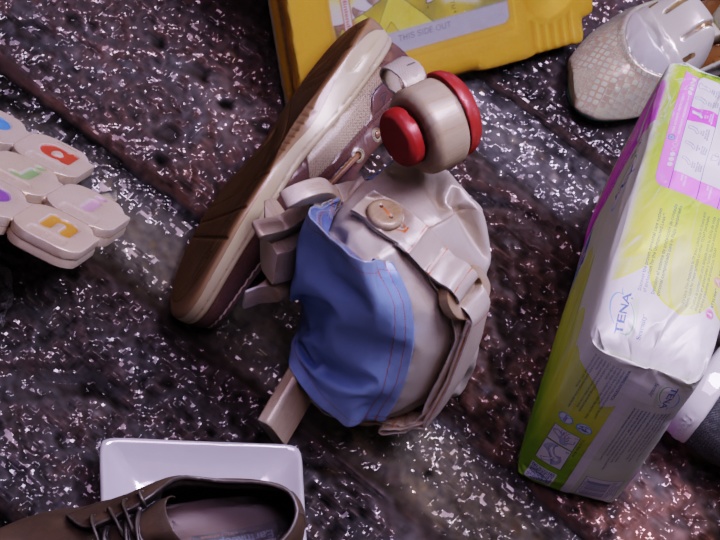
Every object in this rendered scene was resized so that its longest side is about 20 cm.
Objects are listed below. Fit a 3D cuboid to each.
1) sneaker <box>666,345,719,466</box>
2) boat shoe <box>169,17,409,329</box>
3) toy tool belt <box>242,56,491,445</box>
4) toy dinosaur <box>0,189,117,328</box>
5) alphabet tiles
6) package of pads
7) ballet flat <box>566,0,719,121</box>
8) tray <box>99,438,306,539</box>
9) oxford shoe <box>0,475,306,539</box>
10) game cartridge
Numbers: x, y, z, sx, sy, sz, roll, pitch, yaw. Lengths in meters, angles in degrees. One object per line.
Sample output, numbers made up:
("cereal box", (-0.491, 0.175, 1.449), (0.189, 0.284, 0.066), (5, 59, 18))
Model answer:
("sneaker", (0.264, 0.049, 1.535), (0.112, 0.073, 0.200), (38, 66, 5))
("boat shoe", (-0.027, -0.042, 1.503), (0.072, 0.072, 0.200), (39, 68, -15))
("toy tool belt", (0.000, 0.000, 1.417), (0.122, 0.201, 0.125), (-26, 50, -26))
("toy dinosaur", (-0.220, -0.017, 1.458), (0.199, 0.048, 0.089), (2, 53, -18))
("alphabet tiles", (-0.220, -0.058, 1.431), (0.199, 0.015, 0.196), (26, 19, 6))
("package of pads", (0.154, 0.005, 1.476), (0.068, 0.155, 0.201), (20, 57, -2))
("ballet flat", (0.206, -0.149, 1.635), (0.199, 0.062, 0.068), (-25, 69, -26))
("tray", (-0.078, 0.180, 1.391), (0.107, 0.022, 0.201), (4, 59, -13))
("oxford shoe", (-0.121, 0.134, 1.345), (0.199, 0.085, 0.073), (-14, 66, -19))
("game cartridge", (0.037, -0.195, 1.572), (0.199, 0.032, 0.177), (-17, 109, -22))
